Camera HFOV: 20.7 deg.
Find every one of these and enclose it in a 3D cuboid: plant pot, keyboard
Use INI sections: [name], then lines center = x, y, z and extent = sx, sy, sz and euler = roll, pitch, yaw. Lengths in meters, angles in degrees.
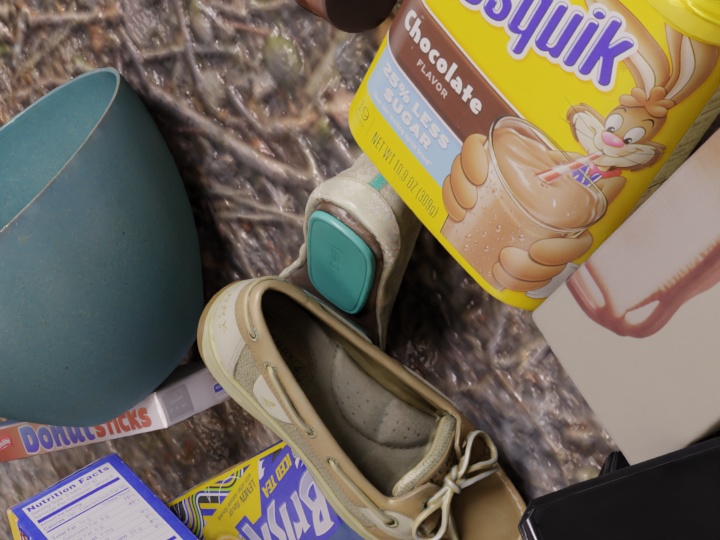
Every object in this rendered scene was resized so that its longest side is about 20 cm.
[plant pot]
center = -0.163, 0.007, 1.073
extent = 0.200, 0.200, 0.135
euler = -16, 122, 49
[keyboard]
center = 0.170, 0.116, 0.741
extent = 0.021, 0.200, 0.127
euler = 98, 154, -61

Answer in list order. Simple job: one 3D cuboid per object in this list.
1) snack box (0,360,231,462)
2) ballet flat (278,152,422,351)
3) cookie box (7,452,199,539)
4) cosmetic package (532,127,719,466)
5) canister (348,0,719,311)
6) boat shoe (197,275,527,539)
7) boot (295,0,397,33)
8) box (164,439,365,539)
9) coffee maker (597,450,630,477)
[snack box]
center = -0.145, 0.081, 1.157
extent = 0.200, 0.072, 0.024
euler = -16, 97, 49
[ballet flat]
center = 0.000, 0.000, 0.970
extent = 0.067, 0.062, 0.200
euler = 39, 156, 5
[cookie box]
center = -0.102, 0.224, 1.067
extent = 0.200, 0.075, 0.171
euler = 36, 143, 46
[cosmetic package]
center = 0.169, -0.014, 0.756
extent = 0.087, 0.103, 0.200
euler = 56, 137, 14
[canister]
center = 0.086, -0.096, 0.819
extent = 0.149, 0.086, 0.200
euler = 49, 138, 19
[boat shoe]
center = 0.010, 0.077, 0.942
extent = 0.201, 0.073, 0.063
euler = 45, 157, -12
[boot]
center = -0.026, -0.221, 0.900
extent = 0.200, 0.064, 0.187
euler = 41, 109, 49
[box]
center = -0.035, 0.127, 1.067
extent = 0.200, 0.064, 0.070
euler = -32, 84, 48
[coffee maker]
center = 0.119, 0.192, 0.820
extent = 0.192, 0.134, 0.200
euler = -107, 37, -57
